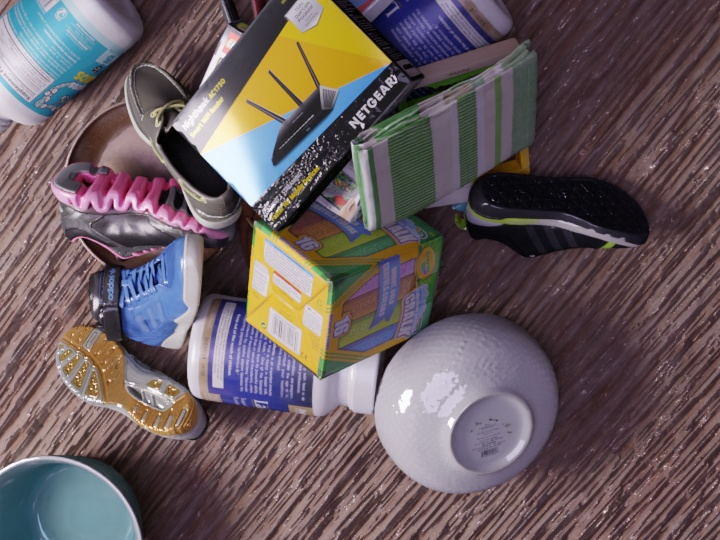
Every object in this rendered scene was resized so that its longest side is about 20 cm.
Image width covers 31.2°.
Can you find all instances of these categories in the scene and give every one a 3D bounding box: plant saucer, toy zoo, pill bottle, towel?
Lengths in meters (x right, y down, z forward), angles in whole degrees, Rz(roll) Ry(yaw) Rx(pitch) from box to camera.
[{"bbox_3d":[-0.223,-0.088,1.404,0.199,0.037,0.202,1,100,7],"label":"plant saucer"},{"bbox_3d":[0.105,-0.133,1.302,0.131,0.021,0.200,-18,138,-4],"label":"toy zoo"},{"bbox_3d":[0.042,-0.228,1.291,0.200,0.116,0.116,-37,94,16],"label":"pill bottle"},{"bbox_3d":[-0.076,0.093,1.376,0.199,0.116,0.116,8,101,7],"label":"pill bottle"},{"bbox_3d":[-0.334,-0.229,1.355,0.200,0.111,0.111,-37,94,13],"label":"pill bottle"},{"bbox_3d":[0.083,-0.123,1.224,0.199,0.153,0.023,-31,60,-13],"label":"towel"}]

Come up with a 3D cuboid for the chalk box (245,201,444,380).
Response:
[{"bbox_3d":[0.000,0.000,1.311,0.124,0.199,0.124,35,133,34],"label":"chalk box"}]

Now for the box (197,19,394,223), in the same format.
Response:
[{"bbox_3d":[-0.063,-0.146,1.258,0.200,0.035,0.110,33,115,8],"label":"box"}]

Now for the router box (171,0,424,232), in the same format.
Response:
[{"bbox_3d":[-0.061,-0.158,1.203,0.149,0.051,0.200,45,113,5],"label":"router box"}]

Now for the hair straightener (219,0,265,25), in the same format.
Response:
[{"bbox_3d":[-0.122,-0.201,1.373,0.077,0.041,0.201,-10,103,10],"label":"hair straightener"}]

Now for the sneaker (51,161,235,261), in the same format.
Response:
[{"bbox_3d":[-0.230,-0.049,1.368,0.199,0.079,0.096,14,124,5],"label":"sneaker"}]

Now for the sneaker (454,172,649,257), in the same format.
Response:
[{"bbox_3d":[0.199,-0.052,1.349,0.199,0.072,0.083,11,141,-3],"label":"sneaker"}]

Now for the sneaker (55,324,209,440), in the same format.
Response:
[{"bbox_3d":[-0.253,0.134,1.432,0.200,0.088,0.076,32,83,24],"label":"sneaker"}]

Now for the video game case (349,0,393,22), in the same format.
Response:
[{"bbox_3d":[-0.032,-0.312,1.283,0.143,0.017,0.200,-42,53,13],"label":"video game case"}]

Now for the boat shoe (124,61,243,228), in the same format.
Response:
[{"bbox_3d":[-0.182,-0.139,1.319,0.072,0.060,0.202,-28,74,-14],"label":"boat shoe"}]

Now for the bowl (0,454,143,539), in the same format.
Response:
[{"bbox_3d":[-0.326,0.289,1.453,0.200,0.105,0.202,2,101,8],"label":"bowl"}]

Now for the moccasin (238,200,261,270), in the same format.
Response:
[{"bbox_3d":[-0.076,-0.078,1.350,0.073,0.078,0.202,8,118,-30],"label":"moccasin"}]

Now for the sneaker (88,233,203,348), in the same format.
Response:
[{"bbox_3d":[-0.228,0.020,1.346,0.111,0.200,0.077,8,63,-13],"label":"sneaker"}]

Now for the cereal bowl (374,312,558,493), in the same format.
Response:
[{"bbox_3d":[0.120,0.149,1.336,0.199,0.083,0.201,-7,113,-17],"label":"cereal bowl"}]
